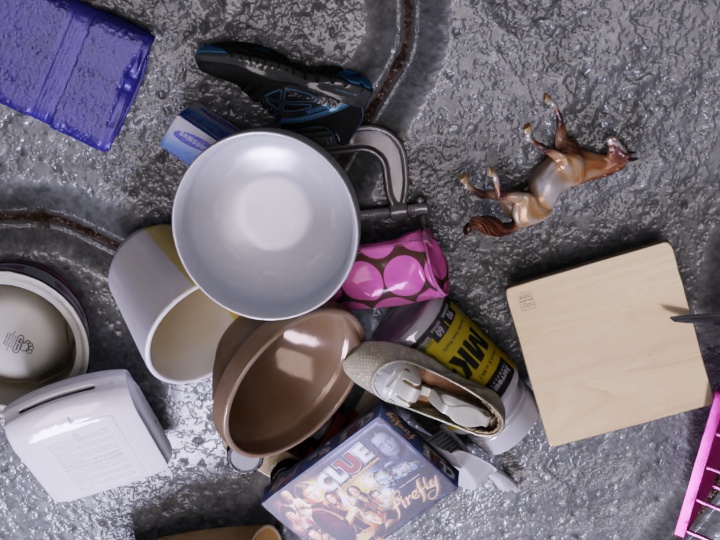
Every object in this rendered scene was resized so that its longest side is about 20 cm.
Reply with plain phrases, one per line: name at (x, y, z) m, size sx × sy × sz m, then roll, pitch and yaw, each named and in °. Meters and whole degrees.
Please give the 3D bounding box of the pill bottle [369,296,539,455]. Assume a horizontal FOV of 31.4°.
pill bottle at (0.116, 0.121, 1.530) m, size 0.114 × 0.114 × 0.200 m, roll -41°, pitch 107°, yaw 18°

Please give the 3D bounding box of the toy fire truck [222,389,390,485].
toy fire truck at (-0.052, 0.185, 1.570) m, size 0.176 × 0.129 × 0.200 m, roll 33°, pitch 100°, yaw -12°

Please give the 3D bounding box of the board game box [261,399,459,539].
board game box at (-0.002, 0.257, 1.517) m, size 0.200 × 0.035 × 0.135 m, roll -40°, pitch 108°, yaw 24°

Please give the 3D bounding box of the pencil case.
pencil case at (0.000, 0.000, 1.477) m, size 0.199 × 0.091 × 0.094 m, roll -9°, pitch 117°, yaw 15°

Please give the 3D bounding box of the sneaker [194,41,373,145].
sneaker at (-0.090, -0.196, 1.415) m, size 0.199 × 0.073 × 0.082 m, roll 16°, pitch 112°, yaw -5°

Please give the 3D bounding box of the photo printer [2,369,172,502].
photo printer at (-0.330, 0.196, 1.545) m, size 0.166 × 0.070 × 0.200 m, roll -18°, pitch 146°, yaw -2°

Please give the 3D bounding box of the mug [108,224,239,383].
mug at (-0.198, 0.019, 1.476) m, size 0.186 × 0.153 × 0.150 m, roll -21°, pitch 137°, yaw -28°

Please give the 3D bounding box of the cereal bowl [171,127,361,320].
cereal bowl at (-0.094, -0.054, 1.348) m, size 0.199 × 0.083 × 0.201 m, roll 2°, pitch 105°, yaw 6°

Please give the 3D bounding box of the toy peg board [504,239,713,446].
toy peg board at (0.292, 0.080, 1.530) m, size 0.199 × 0.098 × 0.200 m, roll -16°, pitch 97°, yaw 7°

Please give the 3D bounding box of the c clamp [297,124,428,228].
c clamp at (-0.017, -0.085, 1.488) m, size 0.199 × 0.027 × 0.172 m, roll -1°, pitch 113°, yaw 3°

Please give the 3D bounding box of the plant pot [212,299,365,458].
plant pot at (-0.097, 0.104, 1.446) m, size 0.200 × 0.093 × 0.202 m, roll -29°, pitch 140°, yaw -27°

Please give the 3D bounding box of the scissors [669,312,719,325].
scissors at (0.433, 0.051, 1.490) m, size 0.199 × 0.014 × 0.073 m, roll 20°, pitch 108°, yaw -38°

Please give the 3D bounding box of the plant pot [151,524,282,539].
plant pot at (-0.219, 0.415, 1.652) m, size 0.199 × 0.187 × 0.187 m, roll 2°, pitch 115°, yaw 16°

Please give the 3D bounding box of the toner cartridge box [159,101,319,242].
toner cartridge box at (-0.120, -0.110, 1.428) m, size 0.200 × 0.095 × 0.043 m, roll 33°, pitch 107°, yaw -4°

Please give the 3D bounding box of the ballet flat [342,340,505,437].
ballet flat at (0.076, 0.133, 1.439) m, size 0.199 × 0.062 × 0.068 m, roll 20°, pitch 106°, yaw -10°

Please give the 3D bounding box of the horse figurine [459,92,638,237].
horse figurine at (0.200, -0.104, 1.454) m, size 0.200 × 0.050 × 0.132 m, roll -45°, pitch 123°, yaw 11°

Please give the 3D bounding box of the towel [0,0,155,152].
towel at (-0.341, -0.238, 1.423) m, size 0.199 × 0.050 × 0.148 m, roll 25°, pitch 106°, yaw -9°

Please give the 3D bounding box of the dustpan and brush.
dustpan and brush at (0.134, 0.240, 1.597) m, size 0.057 × 0.139 × 0.200 m, roll -52°, pitch 125°, yaw -15°

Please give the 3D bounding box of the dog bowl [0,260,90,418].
dog bowl at (-0.418, 0.077, 1.550) m, size 0.199 × 0.074 × 0.201 m, roll 0°, pitch 114°, yaw 1°

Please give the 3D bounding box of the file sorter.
file sorter at (0.475, 0.226, 1.529) m, size 0.125 × 0.139 × 0.201 m, roll 20°, pitch 117°, yaw 23°
